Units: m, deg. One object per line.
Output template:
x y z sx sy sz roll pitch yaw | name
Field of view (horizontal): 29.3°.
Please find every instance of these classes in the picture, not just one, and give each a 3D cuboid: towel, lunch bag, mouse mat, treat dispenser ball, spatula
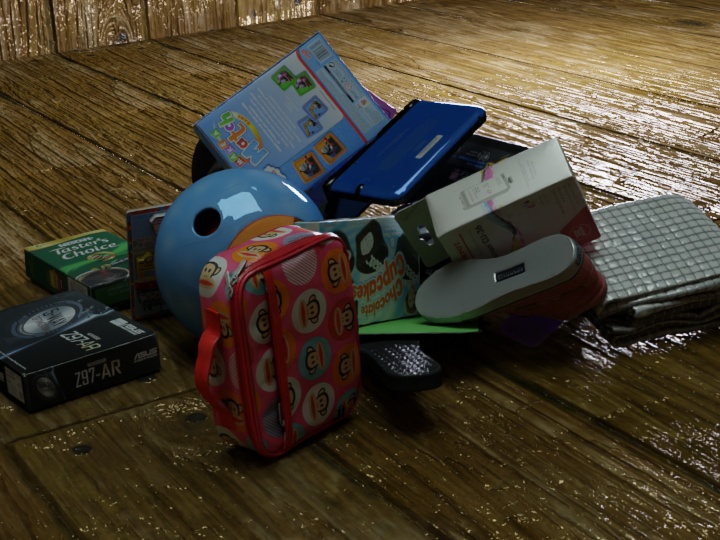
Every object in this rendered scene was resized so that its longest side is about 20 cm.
0.324 0.003 1.562 0.199 0.086 0.166 -14 41 -15 | towel
-0.084 0.068 1.306 0.082 0.201 0.176 13 28 42 | lunch bag
0.055 0.060 1.522 0.160 0.008 0.200 -1 5 6 | mouse mat
-0.129 -0.013 1.536 0.200 0.202 0.201 -3 20 1 | treat dispenser ball
0.235 0.043 1.592 0.056 0.021 0.200 24 30 34 | spatula

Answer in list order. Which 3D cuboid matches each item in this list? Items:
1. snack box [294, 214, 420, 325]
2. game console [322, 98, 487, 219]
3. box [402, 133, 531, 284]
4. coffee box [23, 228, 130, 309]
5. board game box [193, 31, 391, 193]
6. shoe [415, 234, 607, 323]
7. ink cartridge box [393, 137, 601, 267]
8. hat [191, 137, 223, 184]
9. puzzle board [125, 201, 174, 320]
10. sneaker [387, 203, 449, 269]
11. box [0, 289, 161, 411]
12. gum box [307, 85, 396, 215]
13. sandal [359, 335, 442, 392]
0.000 0.000 1.517 0.037 0.117 0.200 1 5 34 | snack box
0.050 -0.109 1.683 0.170 0.119 0.200 12 45 39 | game console
0.125 -0.067 1.679 0.050 0.199 0.200 35 -4 -32 | box
-0.337 -0.001 1.767 0.123 0.044 0.200 -16 24 -32 | coffee box
-0.083 -0.178 1.708 0.200 0.151 0.037 -39 -1 -16 | board game box
0.163 0.027 1.486 0.199 0.091 0.072 -19 52 28 | shoe
0.150 -0.051 1.517 0.199 0.117 0.068 -24 48 11 | ink cartridge box
-0.143 -0.106 1.818 0.200 0.202 0.081 3 24 15 | hat
-0.179 -0.020 1.647 0.199 0.151 0.017 -11 36 -21 | puzzle board
0.032 -0.033 1.675 0.199 0.074 0.088 -14 42 32 | sneaker
-0.340 0.085 1.530 0.160 0.044 0.200 -17 24 -33 | box
-0.056 -0.152 1.768 0.113 0.200 0.066 34 -15 -11 | gum box
0.034 0.101 1.405 0.075 0.048 0.200 -3 11 -7 | sandal
